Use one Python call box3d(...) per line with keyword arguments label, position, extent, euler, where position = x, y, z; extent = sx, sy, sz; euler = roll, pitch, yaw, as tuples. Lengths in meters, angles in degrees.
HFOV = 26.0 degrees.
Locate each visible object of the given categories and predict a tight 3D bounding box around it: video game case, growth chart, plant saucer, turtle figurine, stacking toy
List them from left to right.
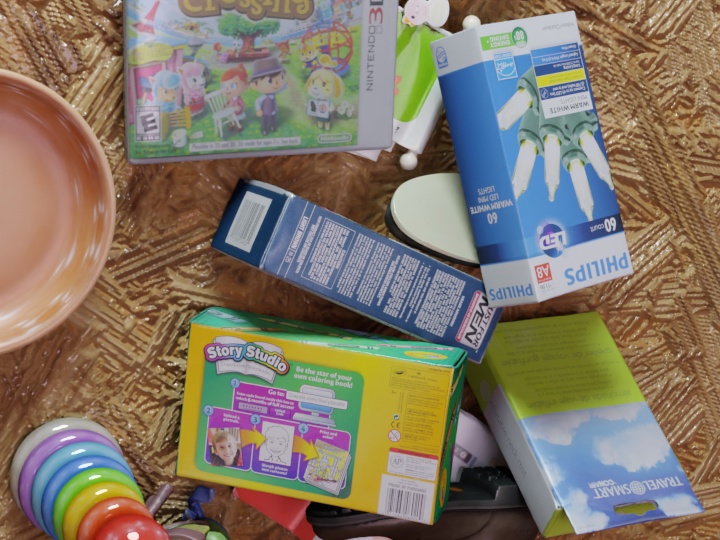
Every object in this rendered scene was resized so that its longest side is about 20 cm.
box3d(label="plant saucer", position=(-0.267, -0.040, 1.059), extent=(0.199, 0.037, 0.201), euler=(-7, 107, -23))
box3d(label="stacking toy", position=(-0.178, 0.170, 1.062), extent=(0.085, 0.200, 0.086), euler=(-7, 106, -23))
box3d(label="turtle figurine", position=(-0.120, 0.264, 1.116), extent=(0.143, 0.194, 0.201), euler=(3, 96, 19))
box3d(label="video game case", position=(-0.068, -0.169, 1.098), extent=(0.199, 0.022, 0.183), euler=(-5, 111, -18))
box3d(label="growth chart", position=(-0.016, -0.152, 1.147), extent=(0.199, 0.018, 0.145), euler=(11, 106, -24))

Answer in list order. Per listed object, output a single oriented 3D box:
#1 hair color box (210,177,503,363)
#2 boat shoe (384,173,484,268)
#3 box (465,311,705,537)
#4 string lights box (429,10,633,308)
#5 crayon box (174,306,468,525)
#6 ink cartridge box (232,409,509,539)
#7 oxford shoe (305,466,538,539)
box3d(label="hair color box", position=(0.000, 0.000, 1.158), extent=(0.199, 0.100, 0.061), euler=(25, 89, -28))
box3d(label="boat shoe", position=(0.101, -0.028, 1.207), extent=(0.201, 0.063, 0.074), euler=(4, 67, -33))
box3d(label="box", position=(0.170, 0.125, 1.222), extent=(0.121, 0.201, 0.048), euler=(-6, 141, -23))
box3d(label="string lights box", position=(0.126, -0.082, 1.151), extent=(0.102, 0.059, 0.201), euler=(-15, 93, -36))
box3d(label="crayon box", position=(-0.030, 0.103, 1.136), extent=(0.199, 0.058, 0.119), euler=(10, 102, 11))
box3d(label="ink cartridge box", position=(0.022, 0.166, 1.242), extent=(0.200, 0.050, 0.163), euler=(38, 85, -31))
box3d(label="oxford shoe", position=(0.053, 0.201, 1.204), extent=(0.199, 0.073, 0.085), euler=(2, 100, -20))
